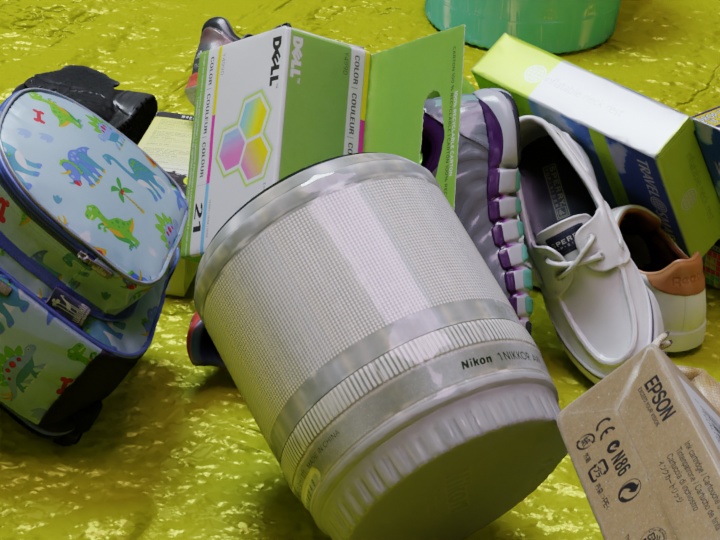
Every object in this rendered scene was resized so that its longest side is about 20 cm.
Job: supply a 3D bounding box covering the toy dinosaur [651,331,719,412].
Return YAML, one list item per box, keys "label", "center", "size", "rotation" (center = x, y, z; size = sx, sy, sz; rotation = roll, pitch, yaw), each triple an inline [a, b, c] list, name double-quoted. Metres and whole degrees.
- label: "toy dinosaur"
  center: [0.215, 0.087, 1.400]
  size: [0.200, 0.058, 0.101]
  rotation: [-20, 38, -38]

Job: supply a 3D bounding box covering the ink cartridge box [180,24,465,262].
- label: "ink cartridge box"
  center: [-0.025, -0.083, 1.452]
  size: [0.076, 0.148, 0.200]
  rotation: [12, -14, -36]

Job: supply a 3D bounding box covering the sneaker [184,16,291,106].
- label: "sneaker"
  center: [-0.042, -0.148, 1.717]
  size: [0.200, 0.082, 0.077]
  rotation: [13, -14, -41]

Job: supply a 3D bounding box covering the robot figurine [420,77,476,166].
- label: "robot figurine"
  center: [0.026, -0.087, 1.594]
  size: [0.116, 0.176, 0.200]
  rotation: [-42, 6, -11]

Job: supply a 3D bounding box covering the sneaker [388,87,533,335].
- label: "sneaker"
  center: [0.062, -0.019, 1.469]
  size: [0.087, 0.200, 0.074]
  rotation: [-2, -11, -7]

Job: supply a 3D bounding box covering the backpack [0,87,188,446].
- label: "backpack"
  center: [-0.211, -0.024, 1.378]
  size: [0.200, 0.147, 0.183]
  rotation: [34, 26, -11]

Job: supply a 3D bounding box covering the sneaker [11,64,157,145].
- label: "sneaker"
  center: [-0.227, -0.111, 1.713]
  size: [0.104, 0.060, 0.200]
  rotation: [15, 24, 17]

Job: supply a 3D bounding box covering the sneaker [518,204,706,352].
- label: "sneaker"
  center: [0.169, -0.021, 1.571]
  size: [0.073, 0.085, 0.200]
  rotation: [-21, 36, -36]

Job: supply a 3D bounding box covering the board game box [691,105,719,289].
- label: "board game box"
  center: [0.288, -0.058, 1.686]
  size: [0.200, 0.057, 0.165]
  rotation: [-21, 35, -38]

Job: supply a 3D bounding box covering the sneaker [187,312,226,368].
- label: "sneaker"
  center: [-0.016, 0.051, 1.409]
  size: [0.200, 0.075, 0.085]
  rotation: [5, 25, 22]

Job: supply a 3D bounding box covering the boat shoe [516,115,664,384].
- label: "boat shoe"
  center: [0.139, -0.012, 1.485]
  size: [0.074, 0.065, 0.200]
  rotation: [-30, 61, 12]

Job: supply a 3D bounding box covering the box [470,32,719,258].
- label: "box"
  center: [0.177, -0.083, 1.573]
  size: [0.200, 0.122, 0.048]
  rotation: [30, 70, 39]

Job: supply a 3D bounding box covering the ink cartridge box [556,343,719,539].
- label: "ink cartridge box"
  center: [0.194, 0.154, 1.156]
  size: [0.075, 0.165, 0.200]
  rotation: [-40, 28, 12]

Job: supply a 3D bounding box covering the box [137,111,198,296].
- label: "box"
  center: [-0.136, -0.052, 1.620]
  size: [0.075, 0.050, 0.200]
  rotation: [7, 27, 5]

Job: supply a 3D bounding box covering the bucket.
- label: "bucket"
  center: [0.149, -0.289, 2.015]
  size: [0.207, 0.135, 0.207]
  rotation: [4, 28, -2]

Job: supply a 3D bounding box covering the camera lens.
- label: "camera lens"
  center: [0.009, 0.046, 1.277]
  size: [0.160, 0.160, 0.200]
  rotation: [-14, 60, -30]
